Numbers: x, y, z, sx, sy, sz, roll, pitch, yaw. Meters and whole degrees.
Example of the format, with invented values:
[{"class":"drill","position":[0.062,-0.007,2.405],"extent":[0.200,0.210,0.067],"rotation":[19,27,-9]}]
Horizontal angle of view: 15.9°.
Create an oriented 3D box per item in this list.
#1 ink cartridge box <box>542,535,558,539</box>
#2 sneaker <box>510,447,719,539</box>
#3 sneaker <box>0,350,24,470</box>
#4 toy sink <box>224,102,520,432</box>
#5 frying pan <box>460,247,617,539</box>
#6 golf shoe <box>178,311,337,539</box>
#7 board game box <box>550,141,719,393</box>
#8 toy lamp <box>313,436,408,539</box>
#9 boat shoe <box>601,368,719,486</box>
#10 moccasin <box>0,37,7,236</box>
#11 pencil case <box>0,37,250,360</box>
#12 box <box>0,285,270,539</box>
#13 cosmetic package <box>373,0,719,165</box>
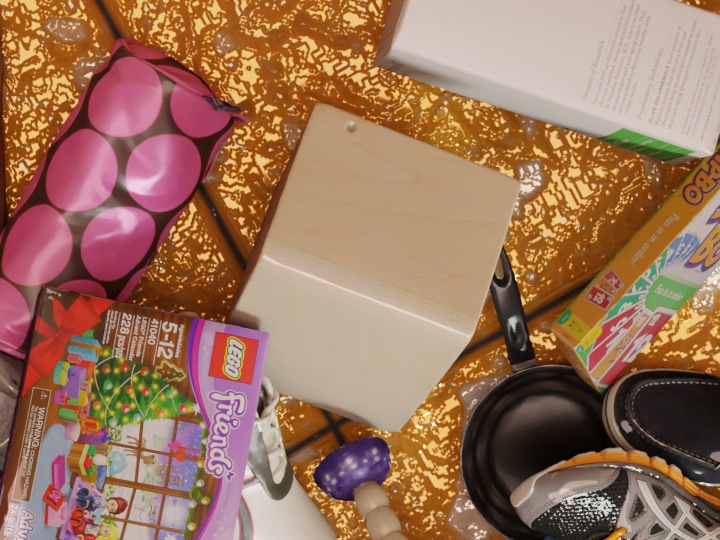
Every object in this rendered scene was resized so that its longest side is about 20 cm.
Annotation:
[{"class":"ink cartridge box","position":[0.096,0.271,1.590],"extent":[0.116,0.067,0.200],"rotation":[41,110,-6]},{"class":"sneaker","position":[0.179,0.168,1.552],"extent":[0.199,0.078,0.078],"rotation":[20,142,-24]},{"class":"sneaker","position":[-0.205,0.098,1.551],"extent":[0.199,0.100,0.075],"rotation":[33,94,-8]},{"class":"toy sink","position":[0.000,0.000,1.527],"extent":[0.129,0.200,0.113],"rotation":[21,67,-3]},{"class":"frying pan","position":[0.094,0.085,1.592],"extent":[0.115,0.031,0.190],"rotation":[-39,97,0]},{"class":"golf shoe","position":[-0.075,0.113,1.552],"extent":[0.200,0.077,0.088],"rotation":[44,121,-14]},{"class":"board game box","position":[0.195,-0.019,1.540],"extent":[0.030,0.096,0.200],"rotation":[38,85,23]},{"class":"toy lamp","position":[0.034,0.194,1.540],"extent":[0.058,0.058,0.201],"rotation":[-30,62,3]},{"class":"boat shoe","position":[0.245,0.101,1.575],"extent":[0.199,0.062,0.075],"rotation":[17,65,-7]},{"class":"moccasin","position":[-0.251,-0.103,1.531],"extent":[0.073,0.078,0.203],"rotation":[-1,98,-2]},{"class":"pencil case","position":[-0.153,-0.033,1.538],"extent":[0.093,0.091,0.201],"rotation":[30,94,-38]},{"class":"box","position":[-0.137,0.120,1.473],"extent":[0.136,0.039,0.202],"rotation":[11,80,-10]},{"class":"cosmetic package","position":[0.116,-0.134,1.521],"extent":[0.198,0.108,0.085],"rotation":[17,88,-4]}]
